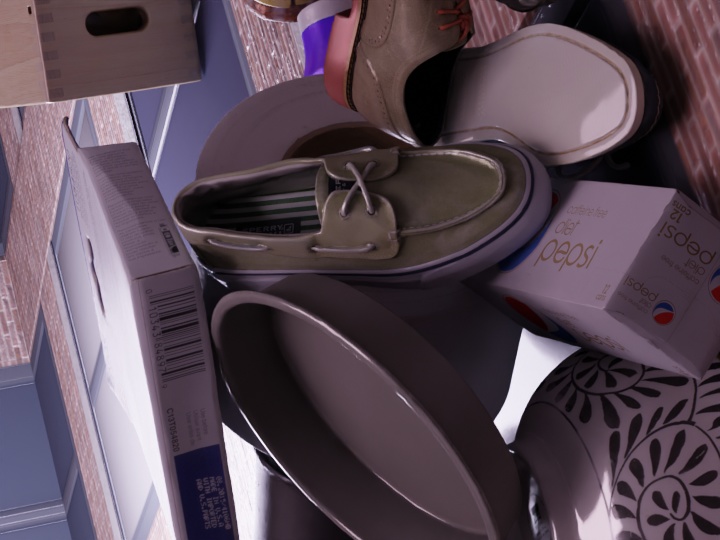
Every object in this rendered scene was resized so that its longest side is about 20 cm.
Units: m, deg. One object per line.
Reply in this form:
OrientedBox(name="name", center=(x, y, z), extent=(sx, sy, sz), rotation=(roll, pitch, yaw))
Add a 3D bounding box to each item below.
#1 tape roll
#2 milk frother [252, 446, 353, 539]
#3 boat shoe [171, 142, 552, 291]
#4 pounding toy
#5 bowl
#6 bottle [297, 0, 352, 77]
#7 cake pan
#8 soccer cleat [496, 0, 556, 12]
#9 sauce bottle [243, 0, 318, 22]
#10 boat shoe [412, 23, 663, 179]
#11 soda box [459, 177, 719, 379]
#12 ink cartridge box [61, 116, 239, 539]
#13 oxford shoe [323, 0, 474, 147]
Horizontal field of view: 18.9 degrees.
OrientedBox(name="tape roll", center=(0.000, 0.000, 1.258), extent=(0.139, 0.202, 0.203), rotation=(97, 156, -45))
OrientedBox(name="milk frother", center=(0.024, 0.202, 1.336), extent=(0.200, 0.180, 0.189), rotation=(-116, 26, -58))
OrientedBox(name="boat shoe", center=(-0.003, -0.028, 1.097), extent=(0.062, 0.199, 0.072), rotation=(39, -135, -56))
OrientedBox(name="pounding toy", center=(-0.247, -0.234, 2.006), extent=(0.184, 0.200, 0.143), rotation=(3, 103, 58))
OrientedBox(name="bowl", center=(0.126, 0.124, 1.110), extent=(0.201, 0.094, 0.201), rotation=(170, 90, -74))
OrientedBox(name="bottle", center=(0.003, -0.082, 1.435), extent=(0.084, 0.065, 0.201), rotation=(126, 132, -68))
OrientedBox(name="cake pan", center=(0.006, 0.080, 1.106), extent=(0.200, 0.037, 0.200), rotation=(38, 154, 22))
OrientedBox(name="soccer cleat", center=(0.095, -0.166, 1.107), extent=(0.200, 0.070, 0.087), rotation=(-122, 18, -63))
OrientedBox(name="sauce bottle", center=(-0.048, -0.270, 1.504), extent=(0.066, 0.066, 0.200), rotation=(-118, 27, -45))
OrientedBox(name="boat shoe", center=(0.097, -0.084, 1.128), extent=(0.200, 0.062, 0.075), rotation=(-6, 81, 59))
OrientedBox(name="soda box", center=(0.118, -0.001, 1.068), extent=(0.068, 0.064, 0.200), rotation=(-57, 17, -6))
OrientedBox(name="ink cartridge box", center=(-0.120, 0.035, 1.236), extent=(0.200, 0.040, 0.200), rotation=(-122, 21, -54))
OrientedBox(name="oxford shoe", center=(0.036, -0.153, 1.107), extent=(0.075, 0.070, 0.200), rotation=(40, 142, 28))
